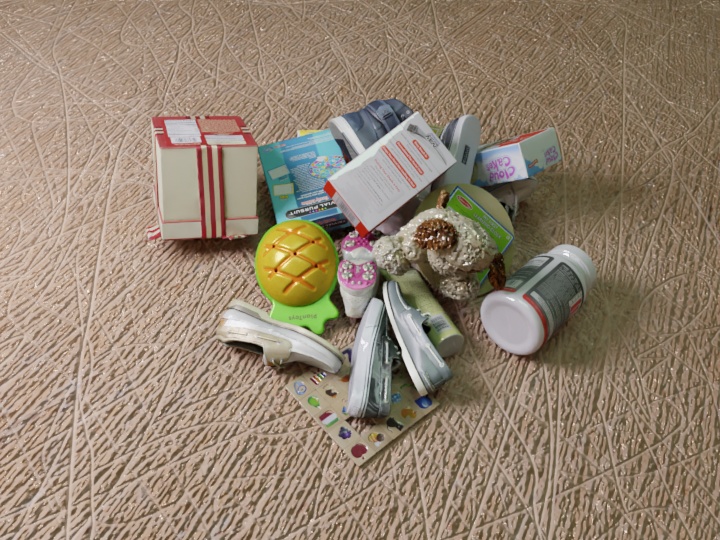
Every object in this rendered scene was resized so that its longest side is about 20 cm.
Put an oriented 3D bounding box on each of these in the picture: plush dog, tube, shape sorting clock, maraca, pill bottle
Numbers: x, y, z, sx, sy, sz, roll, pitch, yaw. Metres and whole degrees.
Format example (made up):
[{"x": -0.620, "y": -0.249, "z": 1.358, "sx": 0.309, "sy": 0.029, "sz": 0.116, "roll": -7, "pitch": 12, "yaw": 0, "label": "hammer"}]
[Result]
[{"x": 0.144, "y": -0.041, "z": 1.100, "sx": 0.200, "sy": 0.161, "sz": 0.172, "roll": 22, "pitch": 0, "yaw": -24, "label": "plush dog"}, {"x": 0.102, "y": 0.058, "z": 1.176, "sx": 0.052, "sy": 0.058, "sz": 0.200, "roll": -36, "pitch": 48, "yaw": 4, "label": "tube"}, {"x": 0.178, "y": -0.053, "z": 1.238, "sx": 0.199, "sy": 0.039, "sz": 0.201, "roll": 1, "pitch": 87, "yaw": -15, "label": "shape sorting clock"}, {"x": -0.100, "y": 0.011, "z": 1.150, "sx": 0.137, "sy": 0.107, "sz": 0.201, "roll": -8, "pitch": 71, "yaw": -1, "label": "maraca"}, {"x": 0.299, "y": 0.042, "z": 1.174, "sx": 0.116, "sy": 0.116, "sz": 0.200, "roll": 38, "pitch": 51, "yaw": 25, "label": "pill bottle"}]

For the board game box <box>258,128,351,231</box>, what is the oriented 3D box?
[{"x": -0.094, "y": -0.157, "z": 1.296, "sx": 0.151, "sy": 0.047, "sz": 0.200, "roll": -15, "pitch": 58, "yaw": -5, "label": "board game box"}]

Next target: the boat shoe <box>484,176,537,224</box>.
[{"x": 0.271, "y": -0.122, "z": 1.359, "sx": 0.202, "sy": 0.075, "sz": 0.086, "roll": -19, "pitch": 52, "yaw": -22, "label": "boat shoe"}]

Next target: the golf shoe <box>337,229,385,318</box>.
[{"x": 0.000, "y": 0.000, "z": 1.192, "sx": 0.075, "sy": 0.092, "sz": 0.200, "roll": 7, "pitch": 33, "yaw": 8, "label": "golf shoe"}]

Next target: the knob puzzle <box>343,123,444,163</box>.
[{"x": 0.038, "y": -0.224, "z": 1.347, "sx": 0.219, "sy": 0.030, "sz": 0.220, "roll": -7, "pitch": 52, "yaw": 9, "label": "knob puzzle"}]

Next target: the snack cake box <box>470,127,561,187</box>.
[{"x": 0.264, "y": -0.208, "z": 1.354, "sx": 0.115, "sy": 0.067, "sz": 0.200, "roll": -26, "pitch": 13, "yaw": -36, "label": "snack cake box"}]

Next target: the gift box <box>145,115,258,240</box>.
[{"x": -0.271, "y": -0.144, "z": 1.205, "sx": 0.184, "sy": 0.187, "sz": 0.200, "roll": -3, "pitch": 31, "yaw": -15, "label": "gift box"}]

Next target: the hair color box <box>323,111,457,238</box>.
[{"x": 0.049, "y": -0.160, "z": 1.192, "sx": 0.200, "sy": 0.064, "sz": 0.111, "roll": -39, "pitch": 90, "yaw": -13, "label": "hair color box"}]

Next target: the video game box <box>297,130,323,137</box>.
[{"x": -0.019, "y": -0.208, "z": 1.412, "sx": 0.199, "sy": 0.047, "sz": 0.183, "roll": -2, "pitch": 51, "yaw": -12, "label": "video game box"}]

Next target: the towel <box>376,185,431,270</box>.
[{"x": 0.108, "y": -0.110, "z": 1.302, "sx": 0.191, "sy": 0.032, "sz": 0.200, "roll": 34, "pitch": 66, "yaw": 20, "label": "towel"}]

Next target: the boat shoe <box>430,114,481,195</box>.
[{"x": 0.159, "y": -0.191, "z": 1.295, "sx": 0.072, "sy": 0.068, "sz": 0.201, "roll": 27, "pitch": 74, "yaw": -36, "label": "boat shoe"}]

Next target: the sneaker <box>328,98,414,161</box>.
[{"x": 0.055, "y": -0.216, "z": 1.280, "sx": 0.146, "sy": 0.077, "sz": 0.203, "roll": -28, "pitch": 81, "yaw": -17, "label": "sneaker"}]

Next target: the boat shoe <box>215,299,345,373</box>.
[{"x": -0.122, "y": 0.115, "z": 1.069, "sx": 0.200, "sy": 0.075, "sz": 0.069, "roll": 22, "pitch": 65, "yaw": 14, "label": "boat shoe"}]

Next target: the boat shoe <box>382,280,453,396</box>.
[{"x": 0.086, "y": 0.095, "z": 1.097, "sx": 0.062, "sy": 0.073, "sz": 0.200, "roll": -23, "pitch": 56, "yaw": 7, "label": "boat shoe"}]

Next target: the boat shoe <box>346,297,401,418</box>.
[{"x": 0.025, "y": 0.135, "z": 1.070, "sx": 0.071, "sy": 0.072, "sz": 0.200, "roll": 15, "pitch": 55, "yaw": -7, "label": "boat shoe"}]

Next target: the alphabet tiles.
[{"x": 0.015, "y": 0.180, "z": 1.068, "sx": 0.200, "sy": 0.008, "sz": 0.167, "roll": -29, "pitch": 57, "yaw": -33, "label": "alphabet tiles"}]
